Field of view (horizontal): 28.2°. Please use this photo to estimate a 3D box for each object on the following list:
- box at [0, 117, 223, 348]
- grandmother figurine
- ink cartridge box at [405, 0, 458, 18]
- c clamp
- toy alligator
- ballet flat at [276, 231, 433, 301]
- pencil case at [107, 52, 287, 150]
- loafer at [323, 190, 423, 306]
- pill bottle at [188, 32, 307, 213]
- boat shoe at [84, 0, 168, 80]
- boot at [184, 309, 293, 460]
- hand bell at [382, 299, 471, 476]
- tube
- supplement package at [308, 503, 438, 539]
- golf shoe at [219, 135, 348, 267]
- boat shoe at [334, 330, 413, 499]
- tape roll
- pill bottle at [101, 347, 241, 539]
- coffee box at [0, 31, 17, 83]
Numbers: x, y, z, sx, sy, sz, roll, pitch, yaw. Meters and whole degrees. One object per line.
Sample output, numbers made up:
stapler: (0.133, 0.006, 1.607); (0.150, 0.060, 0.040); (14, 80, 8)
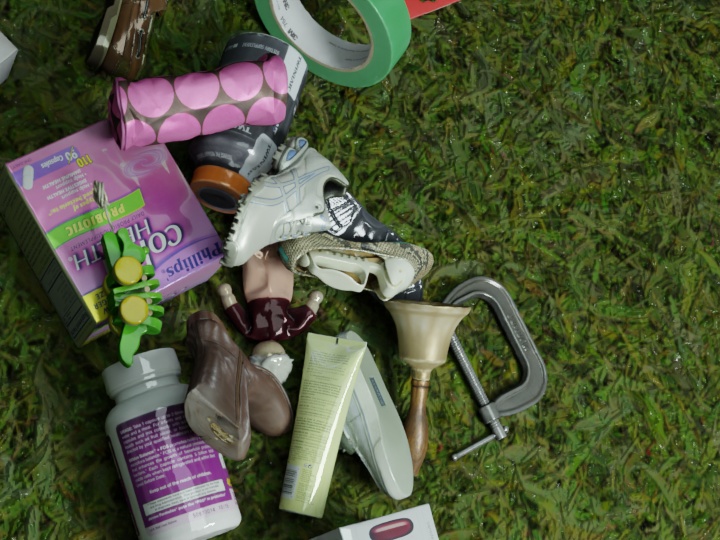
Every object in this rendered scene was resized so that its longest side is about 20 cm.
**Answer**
box: (-0.276, -0.050, 1.574); (0.175, 0.097, 0.201); (-28, 85, -29)
grandmother figurine: (-0.103, 0.038, 1.645); (0.120, 0.061, 0.202); (-1, 74, 2)
ink cartridge box: (0.041, -0.412, 1.856); (0.115, 0.067, 0.201); (-25, 83, -28)
c clamp: (0.148, 0.109, 1.743); (0.170, 0.027, 0.202); (-17, 80, -27)
toy alligator: (-0.237, 0.000, 1.484); (0.054, 0.059, 0.202); (-4, 74, -25)
ballet flat: (0.000, 0.000, 1.635); (0.198, 0.068, 0.076); (10, 31, -24)
pencil case: (-0.179, -0.183, 1.557); (0.198, 0.094, 0.092); (-11, 119, -23)
loafer: (0.001, -0.032, 1.708); (0.072, 0.063, 0.200); (-45, 111, -11)
pill bottle: (-0.136, -0.168, 1.671); (0.105, 0.106, 0.202); (23, 64, -14)
boat shoe: (-0.264, -0.318, 1.694); (0.067, 0.072, 0.202); (22, 74, -19)
boot: (-0.125, 0.152, 1.502); (0.064, 0.200, 0.187); (-36, 114, 7)
hand bell: (0.068, 0.138, 1.661); (0.103, 0.104, 0.202); (5, 91, -22)
tube: (-0.045, 0.172, 1.597); (0.057, 0.052, 0.202); (13, 81, -14)
supplement package: (0.023, 0.369, 1.523); (0.110, 0.156, 0.202); (-10, 77, -26)
golf shoe: (-0.080, -0.066, 1.574); (0.097, 0.079, 0.201); (30, 51, 5)
boat shoe: (-0.001, 0.172, 1.637); (0.070, 0.071, 0.202); (9, 57, -62)
tape roll: (-0.035, -0.310, 1.711); (0.200, 0.200, 0.048); (40, 61, -6)
pill bottle: (-0.205, 0.190, 1.512); (0.111, 0.112, 0.202); (-14, 79, -27)
coffee box: (-0.489, -0.266, 1.565); (0.200, 0.080, 0.114); (47, 61, -3)
